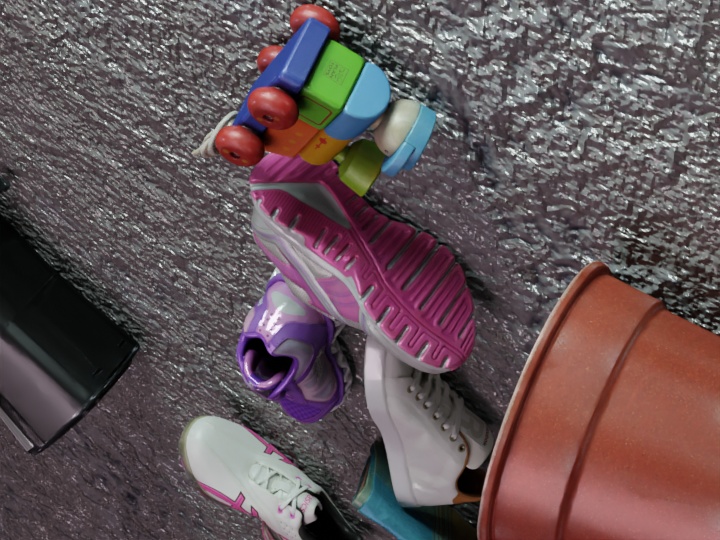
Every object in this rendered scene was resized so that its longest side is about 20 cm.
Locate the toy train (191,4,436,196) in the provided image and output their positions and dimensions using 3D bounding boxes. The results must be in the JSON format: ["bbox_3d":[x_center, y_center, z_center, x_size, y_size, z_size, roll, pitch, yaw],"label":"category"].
[{"bbox_3d":[-0.033,-0.089,1.497,0.116,0.085,0.200,30,155,-10],"label":"toy train"}]

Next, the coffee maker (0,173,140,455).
[{"bbox_3d":[-0.305,0.048,1.981,0.200,0.135,0.192,42,152,-5],"label":"coffee maker"}]

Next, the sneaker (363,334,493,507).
[{"bbox_3d":[0.056,0.103,1.694,0.085,0.073,0.200,0,136,17],"label":"sneaker"}]

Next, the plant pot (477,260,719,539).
[{"bbox_3d":[0.203,0.121,1.396,0.195,0.201,0.201,21,149,17],"label":"plant pot"}]

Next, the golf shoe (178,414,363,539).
[{"bbox_3d":[-0.075,0.193,1.981,0.092,0.073,0.200,-9,136,49],"label":"golf shoe"}]

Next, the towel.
[{"bbox_3d":[0.075,0.227,1.800,0.200,0.022,0.147,42,-169,-4],"label":"towel"}]

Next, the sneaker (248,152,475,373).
[{"bbox_3d":[0.000,0.000,1.587,0.200,0.081,0.088,45,155,9],"label":"sneaker"}]

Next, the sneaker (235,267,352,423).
[{"bbox_3d":[-0.059,0.070,1.748,0.080,0.088,0.200,30,153,17],"label":"sneaker"}]
